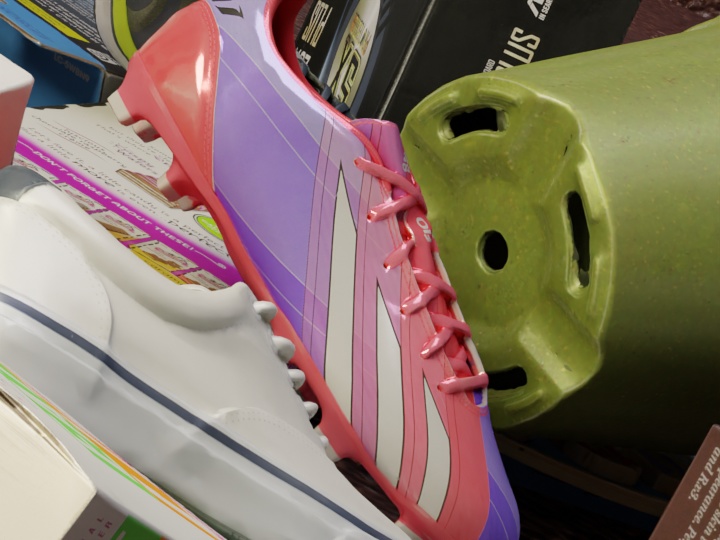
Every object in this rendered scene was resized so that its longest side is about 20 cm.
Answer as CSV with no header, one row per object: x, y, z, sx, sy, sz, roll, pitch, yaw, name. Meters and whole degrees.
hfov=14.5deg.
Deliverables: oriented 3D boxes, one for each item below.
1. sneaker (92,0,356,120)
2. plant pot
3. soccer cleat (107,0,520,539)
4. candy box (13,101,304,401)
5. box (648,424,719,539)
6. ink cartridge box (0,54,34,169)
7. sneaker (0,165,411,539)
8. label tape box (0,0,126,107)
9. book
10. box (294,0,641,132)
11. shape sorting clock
-0.040,-0.071,1.078,0.081,0.074,0.200,23,-31,32,sneaker
0.107,-0.008,1.023,0.190,0.201,0.200,-3,31,-42,plant pot
0.000,0.000,0.875,0.200,0.076,0.067,56,5,8,soccer cleat
-0.084,0.001,0.975,0.136,0.061,0.200,31,15,15,candy box
0.171,0.117,0.962,0.075,0.100,0.200,37,15,34,box
-0.165,-0.018,0.802,0.173,0.044,0.200,33,34,24,ink cartridge box
-0.040,0.040,0.795,0.073,0.071,0.200,2,-28,44,sneaker
-0.129,-0.081,1.161,0.144,0.063,0.200,35,12,31,label tape box
-0.071,0.049,0.602,0.133,0.048,0.200,34,-6,25,book
0.032,-0.089,1.252,0.086,0.164,0.200,23,7,-16,box
0.064,0.047,1.135,0.199,0.039,0.200,26,14,-7,shape sorting clock
